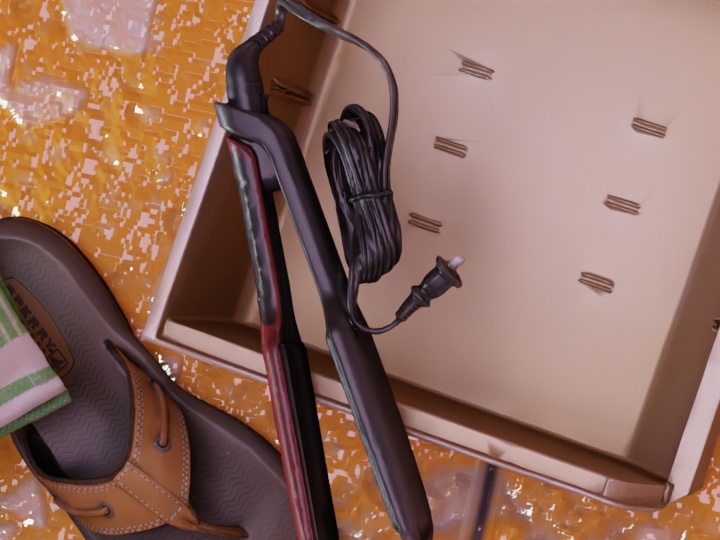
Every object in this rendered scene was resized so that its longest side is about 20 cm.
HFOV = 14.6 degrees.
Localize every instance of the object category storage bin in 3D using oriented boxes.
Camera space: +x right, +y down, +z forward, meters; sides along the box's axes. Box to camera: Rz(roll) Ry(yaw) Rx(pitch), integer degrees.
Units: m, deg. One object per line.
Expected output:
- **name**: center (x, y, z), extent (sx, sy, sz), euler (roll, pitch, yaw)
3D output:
- **storage bin**: center (0.054, -0.037, 1.016), extent (0.198, 0.094, 0.201), euler (19, 92, 14)

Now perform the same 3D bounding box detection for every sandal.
- **sandal**: center (-0.092, 0.060, 1.067), extent (0.082, 0.055, 0.200), euler (-40, 80, 9)

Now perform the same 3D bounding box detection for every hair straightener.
- **hair straightener**: center (0.000, 0.000, 0.966), extent (0.077, 0.041, 0.201), euler (-13, 81, 13)

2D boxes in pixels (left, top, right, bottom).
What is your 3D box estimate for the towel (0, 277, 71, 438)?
- **towel**: center (-0.220, 0.006, 1.063), extent (0.152, 0.023, 0.200), euler (-29, 64, -17)
